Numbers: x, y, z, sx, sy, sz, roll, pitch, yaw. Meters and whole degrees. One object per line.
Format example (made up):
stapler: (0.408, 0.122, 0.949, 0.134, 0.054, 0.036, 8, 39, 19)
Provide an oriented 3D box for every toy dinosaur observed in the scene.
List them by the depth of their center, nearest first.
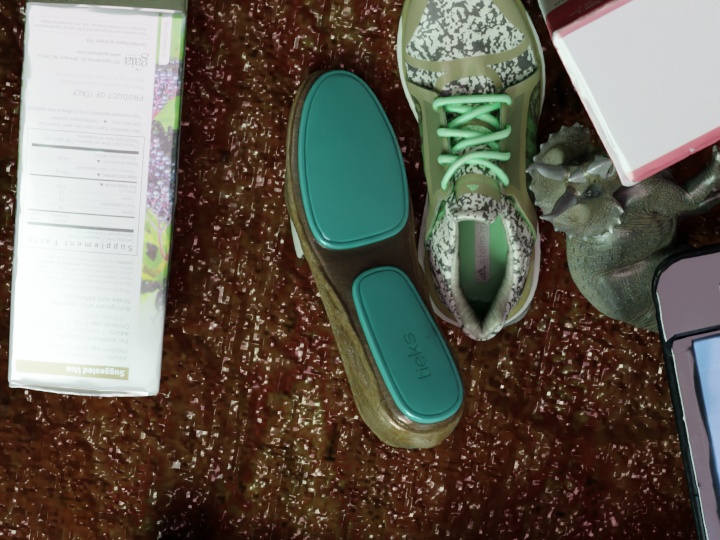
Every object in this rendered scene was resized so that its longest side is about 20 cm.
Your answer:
toy dinosaur: (0.141, -0.021, 1.426, 0.102, 0.077, 0.200, -22, 140, -1)

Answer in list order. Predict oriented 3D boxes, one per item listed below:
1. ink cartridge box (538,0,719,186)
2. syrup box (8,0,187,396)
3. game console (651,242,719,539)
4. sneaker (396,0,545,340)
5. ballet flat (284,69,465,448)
ink cartridge box: (0.161, -0.130, 1.321, 0.145, 0.200, 0.084, -28, 104, 7)
syrup box: (-0.132, -0.044, 1.402, 0.081, 0.079, 0.201, 3, 108, -3)
game console: (0.248, 0.082, 1.359, 0.175, 0.116, 0.201, -12, 102, 0)
sneaker: (0.061, -0.054, 1.400, 0.076, 0.089, 0.201, -7, 108, 1)
ballet flat: (0.000, 0.000, 1.415, 0.068, 0.072, 0.201, -13, 74, -24)
